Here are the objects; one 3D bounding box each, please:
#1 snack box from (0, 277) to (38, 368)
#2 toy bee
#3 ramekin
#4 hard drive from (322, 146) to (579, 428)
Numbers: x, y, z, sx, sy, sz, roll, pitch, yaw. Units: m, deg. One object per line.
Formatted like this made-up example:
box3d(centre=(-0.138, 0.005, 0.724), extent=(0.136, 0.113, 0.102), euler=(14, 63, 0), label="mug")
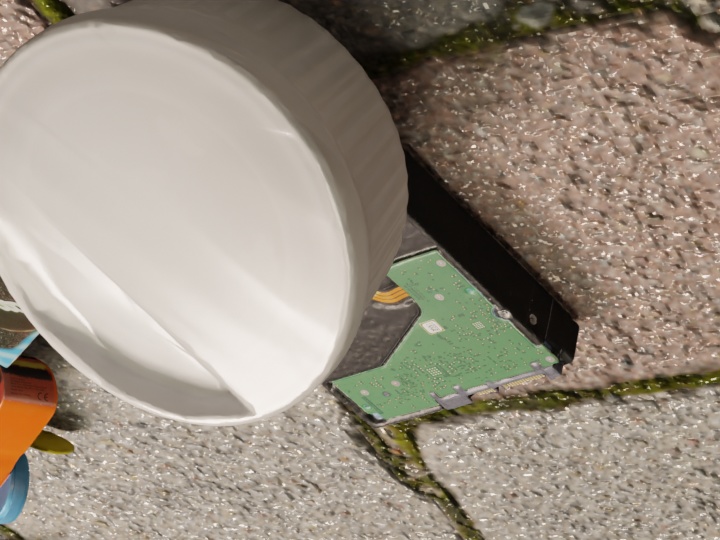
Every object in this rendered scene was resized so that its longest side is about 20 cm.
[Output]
box3d(centre=(-0.251, -0.028, 1.128), extent=(0.200, 0.037, 0.116), euler=(29, 141, -17), label="snack box")
box3d(centre=(-0.252, 0.108, 1.265), extent=(0.200, 0.109, 0.131), euler=(-41, 136, 15), label="toy bee")
box3d(centre=(-0.071, -0.037, 0.954), extent=(0.202, 0.094, 0.203), euler=(15, 123, 23), label="ramekin")
box3d(centre=(0.000, 0.000, 1.071), extent=(0.140, 0.038, 0.200), euler=(-19, 130, 38), label="hard drive")
